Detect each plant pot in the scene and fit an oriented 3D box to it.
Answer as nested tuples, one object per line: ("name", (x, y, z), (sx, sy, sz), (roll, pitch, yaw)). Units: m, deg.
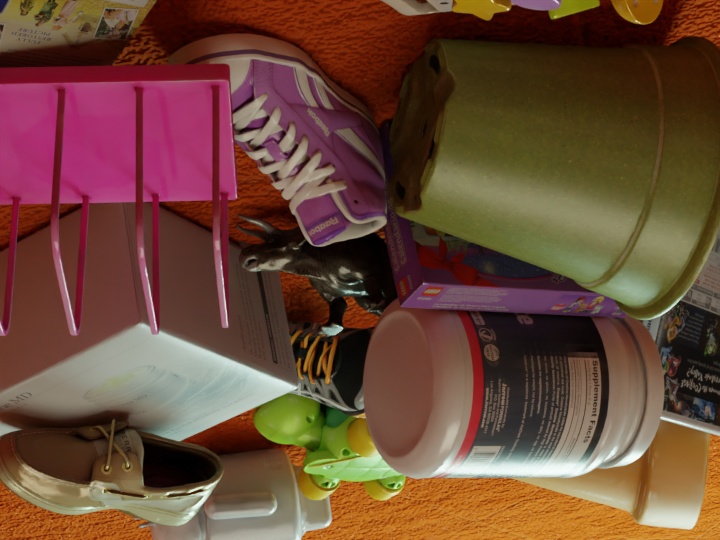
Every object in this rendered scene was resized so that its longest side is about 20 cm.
("plant pot", (0.124, -0.081, 1.122), (0.190, 0.200, 0.200), (11, 148, -15))
("plant pot", (0.234, 0.144, 1.598), (0.183, 0.200, 0.200), (3, 154, 4))

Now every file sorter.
("file sorter", (-0.178, -0.036, 1.013), (0.200, 0.125, 0.139), (-1, 151, -3))

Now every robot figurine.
("robot figurine", (-0.133, 0.247, 1.706), (0.200, 0.113, 0.170), (-6, 167, -13))

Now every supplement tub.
("supplement tub", (0.115, 0.089, 1.261), (0.200, 0.140, 0.140), (3, 150, -27))

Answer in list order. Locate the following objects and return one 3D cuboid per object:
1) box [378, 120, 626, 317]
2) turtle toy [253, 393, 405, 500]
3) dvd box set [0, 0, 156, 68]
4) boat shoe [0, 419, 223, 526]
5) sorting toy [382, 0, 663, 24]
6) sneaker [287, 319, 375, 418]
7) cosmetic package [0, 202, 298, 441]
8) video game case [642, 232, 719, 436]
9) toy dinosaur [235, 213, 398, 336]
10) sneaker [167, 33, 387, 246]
("box", (0.109, -0.036, 1.226), (0.200, 0.137, 0.039), (4, 149, -28))
("turtle toy", (-0.009, 0.150, 1.581), (0.200, 0.101, 0.146), (6, 148, -30))
("dvd box set", (-0.209, -0.152, 0.981), (0.146, 0.029, 0.200), (6, 148, -31))
("boat shoe", (-0.192, 0.147, 1.273), (0.200, 0.074, 0.066), (16, 130, -46))
("sorting toy", (0.070, -0.193, 0.976), (0.180, 0.107, 0.200), (-9, 161, 42))
("sneaker", (-0.037, 0.078, 1.405), (0.077, 0.078, 0.200), (20, 167, -30))
("cosmetic package", (-0.192, 0.054, 1.294), (0.199, 0.123, 0.200), (-26, 149, 25))
("video game case", (0.314, 0.051, 1.458), (0.023, 0.182, 0.200), (10, 174, 44))
("toy dinosaur", (0.000, 0.000, 1.311), (0.200, 0.102, 0.077), (8, 147, -47))
("sneaker", (-0.044, -0.080, 1.102), (0.073, 0.114, 0.200), (-27, 149, 31))
